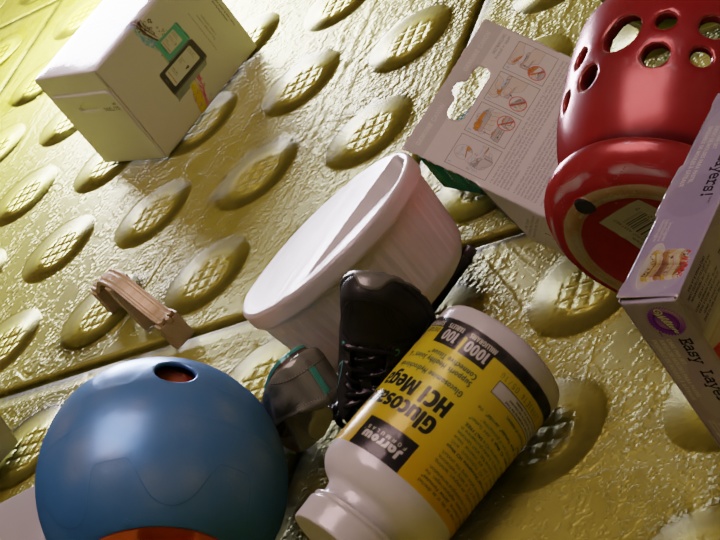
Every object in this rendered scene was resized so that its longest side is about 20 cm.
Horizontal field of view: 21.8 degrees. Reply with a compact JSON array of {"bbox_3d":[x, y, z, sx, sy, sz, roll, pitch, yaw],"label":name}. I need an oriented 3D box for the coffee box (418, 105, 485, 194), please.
[{"bbox_3d":[0.131,-0.124,1.677,0.123,0.044,0.200,-44,13,-7],"label":"coffee box"}]

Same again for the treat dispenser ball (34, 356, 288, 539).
[{"bbox_3d":[-0.157,0.168,1.479,0.200,0.201,0.201,-30,29,18],"label":"treat dispenser ball"}]

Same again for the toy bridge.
[{"bbox_3d":[-0.235,0.030,1.925,0.027,0.067,0.200,-46,28,-13],"label":"toy bridge"}]

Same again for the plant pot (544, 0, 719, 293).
[{"bbox_3d":[0.235,-0.084,1.382,0.200,0.200,0.183,-11,45,42],"label":"plant pot"}]

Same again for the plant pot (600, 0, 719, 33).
[{"bbox_3d":[0.275,-0.321,1.727,0.187,0.187,0.200,-37,13,6],"label":"plant pot"}]

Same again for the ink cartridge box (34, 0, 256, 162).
[{"bbox_3d":[-0.263,-0.254,2.293,0.146,0.146,0.200,1,47,50],"label":"ink cartridge box"}]

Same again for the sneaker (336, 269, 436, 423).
[{"bbox_3d":[0.018,0.075,1.446,0.075,0.200,0.080,9,56,15],"label":"sneaker"}]

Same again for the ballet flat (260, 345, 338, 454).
[{"bbox_3d":[-0.058,0.122,1.556,0.067,0.064,0.200,-36,-9,-22],"label":"ballet flat"}]

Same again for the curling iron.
[{"bbox_3d":[0.039,0.058,1.590,0.200,0.026,0.050,-50,22,-17],"label":"curling iron"}]

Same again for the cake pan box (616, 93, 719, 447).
[{"bbox_3d":[0.261,0.008,1.223,0.052,0.184,0.200,-4,43,42],"label":"cake pan box"}]

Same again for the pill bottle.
[{"bbox_3d":[0.047,0.132,1.378,0.200,0.113,0.112,-49,29,-17],"label":"pill bottle"}]

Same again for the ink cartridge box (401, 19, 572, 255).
[{"bbox_3d":[0.155,-0.102,1.534,0.199,0.050,0.161,24,59,14],"label":"ink cartridge box"}]

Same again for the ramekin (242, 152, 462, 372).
[{"bbox_3d":[0.000,0.000,1.612,0.202,0.094,0.202,-42,13,12],"label":"ramekin"}]

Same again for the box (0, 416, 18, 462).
[{"bbox_3d":[-0.450,0.209,1.881,0.095,0.078,0.200,29,68,25],"label":"box"}]

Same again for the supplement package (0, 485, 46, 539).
[{"bbox_3d":[-0.299,0.283,1.572,0.199,0.121,0.120,-28,30,22],"label":"supplement package"}]
